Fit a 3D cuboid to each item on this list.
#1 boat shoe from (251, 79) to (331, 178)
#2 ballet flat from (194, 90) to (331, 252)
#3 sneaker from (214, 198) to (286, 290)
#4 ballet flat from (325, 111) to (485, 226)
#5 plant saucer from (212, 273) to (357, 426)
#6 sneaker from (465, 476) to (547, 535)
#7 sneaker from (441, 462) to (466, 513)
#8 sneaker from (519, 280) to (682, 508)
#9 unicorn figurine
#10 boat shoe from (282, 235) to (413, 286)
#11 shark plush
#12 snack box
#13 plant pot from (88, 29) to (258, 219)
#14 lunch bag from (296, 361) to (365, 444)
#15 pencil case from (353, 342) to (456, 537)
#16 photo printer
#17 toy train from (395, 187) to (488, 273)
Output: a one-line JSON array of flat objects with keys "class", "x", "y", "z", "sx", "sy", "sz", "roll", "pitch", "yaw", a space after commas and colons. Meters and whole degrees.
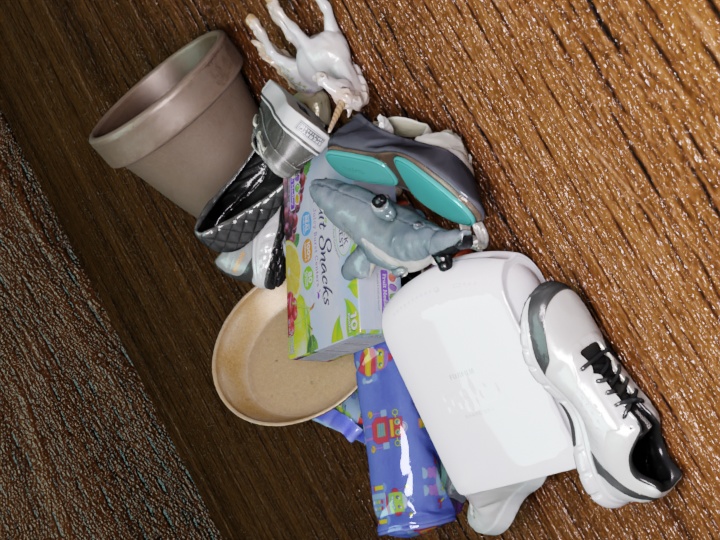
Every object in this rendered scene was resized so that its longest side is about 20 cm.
[{"class": "boat shoe", "x": -0.075, "y": -0.132, "z": 1.528, "sx": 0.071, "sy": 0.064, "sz": 0.200, "roll": 39, "pitch": -173, "yaw": -12}, {"class": "ballet flat", "x": -0.095, "y": -0.101, "z": 1.641, "sx": 0.066, "sy": 0.200, "sz": 0.057, "roll": 38, "pitch": -172, "yaw": 26}, {"class": "sneaker", "x": -0.104, "y": -0.082, "z": 1.709, "sx": 0.079, "sy": 0.201, "sz": 0.074, "roll": 10, "pitch": 166, "yaw": 17}, {"class": "ballet flat", "x": 0.048, "y": -0.097, "z": 1.387, "sx": 0.200, "sy": 0.073, "sz": 0.073, "roll": 24, "pitch": 139, "yaw": 48}, {"class": "plant saucer", "x": -0.057, "y": 0.081, "z": 1.669, "sx": 0.200, "sy": 0.200, "sz": 0.035, "roll": 47, "pitch": 175, "yaw": 43}, {"class": "sneaker", "x": 0.120, "y": 0.196, "z": 1.558, "sx": 0.200, "sy": 0.084, "sz": 0.073, "roll": 112, "pitch": 170, "yaw": -58}, {"class": "sneaker", "x": 0.075, "y": 0.225, "z": 1.704, "sx": 0.200, "sy": 0.074, "sz": 0.088, "roll": 118, "pitch": 166, "yaw": -77}, {"class": "sneaker", "x": 0.195, "y": 0.096, "z": 1.279, "sx": 0.080, "sy": 0.074, "sz": 0.200, "roll": -9, "pitch": 112, "yaw": 57}, {"class": "unicorn figurine", "x": -0.045, "y": -0.205, "z": 1.537, "sx": 0.138, "sy": 0.074, "sz": 0.200, "roll": 56, "pitch": 178, "yaw": -5}, {"class": "boat shoe", "x": 0.000, "y": 0.000, "z": 1.625, "sx": 0.200, "sy": 0.069, "sz": 0.057, "roll": 32, "pitch": 138, "yaw": 25}, {"class": "shark plush", "x": 0.023, "y": -0.032, "z": 1.387, "sx": 0.083, "sy": 0.091, "sz": 0.200, "roll": 55, "pitch": 172, "yaw": -28}, {"class": "snack box", "x": -0.019, "y": -0.023, "z": 1.541, "sx": 0.142, "sy": 0.053, "sz": 0.201, "roll": -24, "pitch": 65, "yaw": 56}, {"class": "plant pot", "x": -0.179, "y": -0.148, "z": 1.843, "sx": 0.175, "sy": 0.200, "sz": 0.200, "roll": 49, "pitch": 167, "yaw": -18}, {"class": "lunch bag", "x": -0.036, "y": 0.115, "z": 1.763, "sx": 0.150, "sy": 0.094, "sz": 0.200, "roll": 33, "pitch": -165, "yaw": -41}, {"class": "pencil case", "x": 0.043, "y": 0.156, "z": 1.553, "sx": 0.087, "sy": 0.078, "sz": 0.201, "roll": 15, "pitch": -115, "yaw": -61}, {"class": "photo printer", "x": 0.112, "y": 0.085, "z": 1.391, "sx": 0.166, "sy": 0.069, "sz": 0.200, "roll": -21, "pitch": 95, "yaw": 46}, {"class": "toy train", "x": 0.065, "y": -0.002, "z": 1.512, "sx": 0.200, "sy": 0.056, "sz": 0.151, "roll": 17, "pitch": 131, "yaw": 68}]
